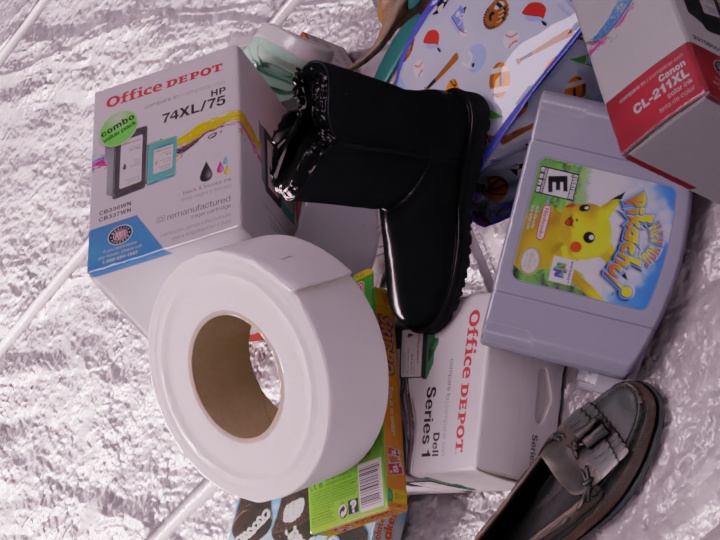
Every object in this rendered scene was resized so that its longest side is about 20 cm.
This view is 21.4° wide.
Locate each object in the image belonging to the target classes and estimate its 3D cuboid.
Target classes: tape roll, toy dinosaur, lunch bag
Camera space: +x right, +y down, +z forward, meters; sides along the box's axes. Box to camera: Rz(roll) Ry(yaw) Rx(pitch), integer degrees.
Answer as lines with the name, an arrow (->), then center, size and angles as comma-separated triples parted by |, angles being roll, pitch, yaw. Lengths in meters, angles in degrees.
tape roll -> -0.074, 0.075, 1.487 | 0.202, 0.071, 0.203 | 13, 109, 40
toy dinosaur -> 0.034, -0.238, 1.730 | 0.106, 0.060, 0.200 | -44, 18, 29
lunch bag -> 0.122, -0.154, 1.543 | 0.200, 0.124, 0.170 | -50, 43, 15

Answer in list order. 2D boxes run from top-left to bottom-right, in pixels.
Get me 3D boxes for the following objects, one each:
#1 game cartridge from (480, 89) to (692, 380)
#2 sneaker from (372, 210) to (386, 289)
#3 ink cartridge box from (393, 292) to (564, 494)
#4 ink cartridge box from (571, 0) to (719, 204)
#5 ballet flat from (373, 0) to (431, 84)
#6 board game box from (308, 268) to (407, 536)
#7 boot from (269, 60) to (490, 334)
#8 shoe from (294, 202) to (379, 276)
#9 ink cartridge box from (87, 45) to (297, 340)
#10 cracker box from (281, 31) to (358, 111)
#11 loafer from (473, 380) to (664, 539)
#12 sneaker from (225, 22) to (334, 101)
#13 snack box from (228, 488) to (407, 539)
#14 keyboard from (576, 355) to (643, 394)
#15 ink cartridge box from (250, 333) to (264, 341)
game cartridge -> 0.177, -0.026, 1.426 | 0.040, 0.133, 0.201 | 34, -110, -82
sneaker -> 0.000, 0.000, 1.672 | 0.200, 0.074, 0.087 | -40, 52, 35
ink cartridge box -> 0.063, 0.103, 1.535 | 0.200, 0.084, 0.147 | -11, 67, 49
ink cartridge box -> 0.237, -0.158, 1.377 | 0.083, 0.145, 0.200 | -39, 48, 33
ballet flat -> 0.064, -0.214, 1.656 | 0.068, 0.068, 0.201 | -27, 43, 69
board game box -> -0.008, 0.105, 1.530 | 0.095, 0.030, 0.201 | -25, 63, 44
boot -> 0.005, -0.053, 1.448 | 0.076, 0.168, 0.201 | 25, 108, 55
shoe -> -0.023, -0.069, 1.633 | 0.091, 0.071, 0.201 | 175, 95, -84
ink cartridge box -> -0.137, -0.059, 1.639 | 0.146, 0.146, 0.200 | -17, 52, 17
cracker box -> -0.038, -0.109, 1.775 | 0.134, 0.058, 0.200 | -53, 40, 25
loafer -> 0.150, 0.163, 1.417 | 0.200, 0.063, 0.072 | -57, 43, 19
sneaker -> -0.089, -0.157, 1.735 | 0.200, 0.074, 0.119 | 1, 69, 69
snack box -> -0.045, 0.243, 1.650 | 0.200, 0.037, 0.117 | 4, 79, 52
keyboard -> 0.214, -0.001, 1.455 | 0.056, 0.011, 0.201 | 14, 87, 47
ink cartridge box -> -0.123, 0.020, 1.807 | 0.109, 0.050, 0.201 | -148, 56, -60
